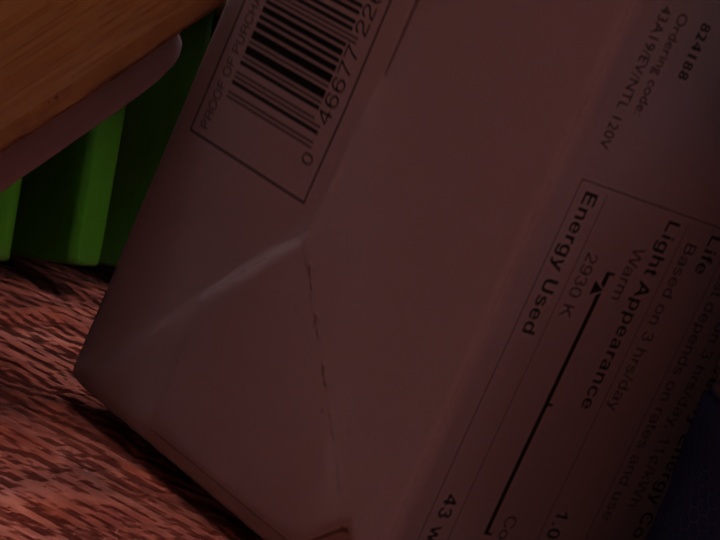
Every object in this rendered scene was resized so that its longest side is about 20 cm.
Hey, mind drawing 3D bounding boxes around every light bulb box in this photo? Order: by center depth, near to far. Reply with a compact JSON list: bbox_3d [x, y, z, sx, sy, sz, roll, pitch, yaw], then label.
[{"bbox_3d":[0.073,-0.020,0.601,0.199,0.199,0.125,16,12,-42],"label":"light bulb box"}]

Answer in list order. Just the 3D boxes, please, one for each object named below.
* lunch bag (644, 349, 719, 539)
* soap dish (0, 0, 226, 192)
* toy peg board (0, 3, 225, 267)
[{"bbox_3d":[0.150,0.064,0.519,0.199,0.133,0.136,17,11,-35],"label":"lunch bag"},{"bbox_3d":[-0.151,-0.081,0.565,0.200,0.082,0.157,30,50,29],"label":"soap dish"},{"bbox_3d":[-0.125,-0.059,0.753,0.198,0.098,0.200,10,2,27],"label":"toy peg board"}]
